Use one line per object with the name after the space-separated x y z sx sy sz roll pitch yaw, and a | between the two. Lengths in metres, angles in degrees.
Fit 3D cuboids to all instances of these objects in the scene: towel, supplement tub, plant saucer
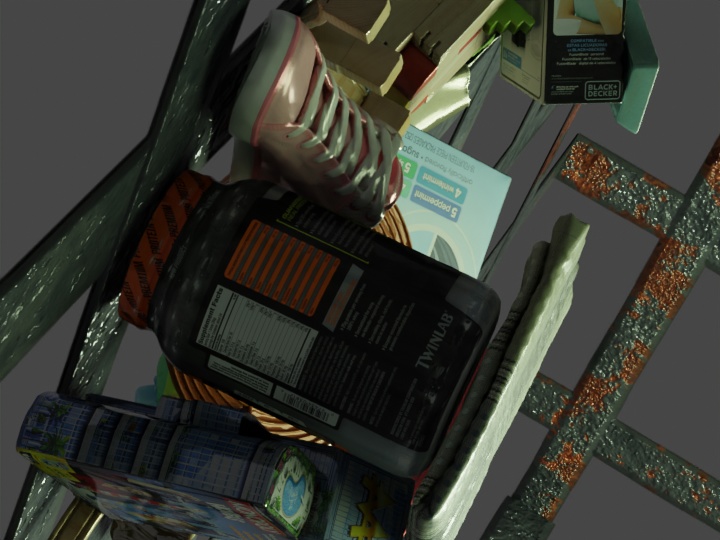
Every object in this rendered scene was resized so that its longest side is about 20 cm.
0.073 0.072 1.361 0.200 0.034 0.193 -62 171 -13 | towel
-0.030 0.026 1.344 0.123 0.199 0.123 -63 174 -12 | supplement tub
0.174 -0.192 1.667 0.070 0.019 0.201 102 -19 -48 | plant saucer

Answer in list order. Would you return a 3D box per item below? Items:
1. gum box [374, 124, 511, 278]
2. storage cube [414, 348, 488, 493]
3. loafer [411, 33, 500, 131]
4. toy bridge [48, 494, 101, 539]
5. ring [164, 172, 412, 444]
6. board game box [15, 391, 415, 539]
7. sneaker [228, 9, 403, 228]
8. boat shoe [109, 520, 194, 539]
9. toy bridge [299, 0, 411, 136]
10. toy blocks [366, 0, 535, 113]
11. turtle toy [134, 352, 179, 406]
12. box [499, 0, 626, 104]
0.000 0.000 1.552 0.170 0.044 0.201 24 82 -41 | gum box
-0.004 0.131 2.091 0.171 0.179 0.200 -54 171 -34 | storage cube
0.050 -0.142 1.767 0.200 0.070 0.075 -57 173 -16 | loafer
-0.212 0.202 1.474 0.200 0.027 0.067 -53 170 -39 | toy bridge
-0.039 0.022 1.483 0.200 0.019 0.201 -8 103 -39 | ring
-0.075 0.120 1.374 0.200 0.199 0.062 62 40 -71 | board game box
-0.020 -0.082 1.348 0.200 0.104 0.076 103 7 -71 | sneaker
-0.143 0.161 1.703 0.200 0.072 0.065 109 5 -69 | boat shoe
-0.009 -0.131 1.406 0.027 0.067 0.200 -57 166 -12 | toy bridge
0.036 -0.151 1.602 0.137 0.100 0.200 -46 176 -7 | toy blocks
-0.077 0.106 1.598 0.101 0.200 0.146 3 -134 48 | turtle toy
0.142 -0.224 1.627 0.117 0.060 0.201 -127 -143 -70 | box
